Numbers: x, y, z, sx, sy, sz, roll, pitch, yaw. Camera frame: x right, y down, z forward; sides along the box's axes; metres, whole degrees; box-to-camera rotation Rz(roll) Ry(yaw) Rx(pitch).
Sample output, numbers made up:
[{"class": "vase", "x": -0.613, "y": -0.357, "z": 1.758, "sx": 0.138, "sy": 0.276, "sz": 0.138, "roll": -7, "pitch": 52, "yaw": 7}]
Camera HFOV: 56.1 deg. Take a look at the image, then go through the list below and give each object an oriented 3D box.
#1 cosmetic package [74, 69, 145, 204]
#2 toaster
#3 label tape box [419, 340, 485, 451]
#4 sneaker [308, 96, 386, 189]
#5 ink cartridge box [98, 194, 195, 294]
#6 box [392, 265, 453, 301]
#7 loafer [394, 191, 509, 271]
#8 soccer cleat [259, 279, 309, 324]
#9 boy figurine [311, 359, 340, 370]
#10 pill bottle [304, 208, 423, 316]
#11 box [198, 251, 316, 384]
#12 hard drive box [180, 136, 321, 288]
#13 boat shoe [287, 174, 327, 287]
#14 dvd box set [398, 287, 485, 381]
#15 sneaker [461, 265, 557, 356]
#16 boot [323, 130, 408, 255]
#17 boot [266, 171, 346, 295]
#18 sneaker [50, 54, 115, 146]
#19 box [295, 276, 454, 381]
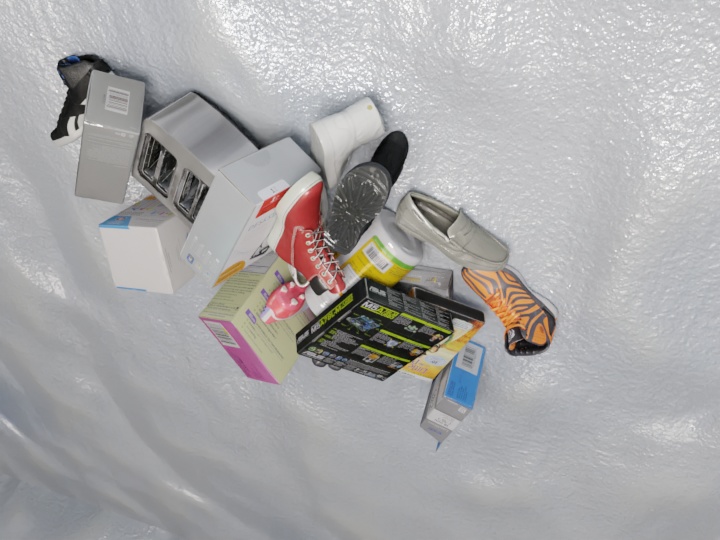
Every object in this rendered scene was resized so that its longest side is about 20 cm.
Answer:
[{"class": "cosmetic package", "x": -0.401, "y": -0.205, "z": 1.074, "sx": 0.089, "sy": 0.108, "sz": 0.200, "roll": 9, "pitch": 147, "yaw": -26}, {"class": "toaster", "x": -0.255, "y": -0.167, "z": 1.088, "sx": 0.181, "sy": 0.119, "sz": 0.200, "roll": 41, "pitch": 139, "yaw": 2}, {"class": "label tape box", "x": 0.171, "y": 0.247, "z": 1.338, "sx": 0.063, "sy": 0.145, "sz": 0.201, "roll": 23, "pitch": 140, "yaw": 0}, {"class": "sneaker", "x": -0.014, "y": -0.189, "z": 1.011, "sx": 0.074, "sy": 0.115, "sz": 0.200, "roll": 61, "pitch": 172, "yaw": 5}, {"class": "ink cartridge box", "x": -0.346, "y": -0.063, "z": 1.225, "sx": 0.127, "sy": 0.200, "sz": 0.126, "roll": 4, "pitch": 119, "yaw": 21}, {"class": "box", "x": 0.073, "y": 0.056, "z": 1.253, "sx": 0.198, "sy": 0.049, "sz": 0.159, "roll": 9, "pitch": 138, "yaw": 16}, {"class": "loafer", "x": 0.150, "y": -0.062, "z": 1.074, "sx": 0.198, "sy": 0.070, "sz": 0.070, "roll": 25, "pitch": 148, "yaw": -1}, {"class": "soccer cleat", "x": -0.106, "y": 0.045, "z": 1.225, "sx": 0.076, "sy": 0.200, "sz": 0.067, "roll": -40, "pitch": 82, "yaw": 28}, {"class": "boy figurine", "x": -0.019, "y": 0.113, "z": 1.263, "sx": 0.123, "sy": 0.065, "sz": 0.200, "roll": 18, "pitch": 139, "yaw": -21}, {"class": "pill bottle", "x": 0.000, "y": 0.000, "z": 1.135, "sx": 0.111, "sy": 0.111, "sz": 0.200, "roll": 39, "pitch": 117, "yaw": -18}, {"class": "box", "x": -0.171, "y": 0.075, "z": 1.263, "sx": 0.096, "sy": 0.201, "sz": 0.177, "roll": 4, "pitch": 138, "yaw": 39}, {"class": "hard drive box", "x": -0.168, "y": -0.086, "z": 1.019, "sx": 0.077, "sy": 0.156, "sz": 0.200, "roll": 44, "pitch": 134, "yaw": 8}, {"class": "boat shoe", "x": -0.087, "y": -0.065, "z": 1.111, "sx": 0.070, "sy": 0.070, "sz": 0.202, "roll": -1, "pitch": 120, "yaw": -7}, {"class": "dvd box set", "x": 0.113, "y": 0.121, "z": 1.227, "sx": 0.145, "sy": 0.030, "sz": 0.200, "roll": 20, "pitch": 133, "yaw": -16}, {"class": "sneaker", "x": 0.249, "y": 0.068, "z": 1.133, "sx": 0.199, "sy": 0.113, "sz": 0.078, "roll": 32, "pitch": 139, "yaw": -9}, {"class": "boot", "x": 0.028, "y": -0.136, "z": 0.954, "sx": 0.065, "sy": 0.200, "sz": 0.165, "roll": 36, "pitch": 137, "yaw": -1}, {"class": "boot", "x": -0.060, "y": -0.044, "z": 0.990, "sx": 0.144, "sy": 0.072, "sz": 0.200, "roll": 47, "pitch": 150, "yaw": 10}, {"class": "sneaker", "x": -0.475, "y": -0.293, "z": 1.128, "sx": 0.199, "sy": 0.073, "sz": 0.112, "roll": -21, "pitch": 120, "yaw": 29}, {"class": "box", "x": 0.023, "y": 0.106, "z": 1.142, "sx": 0.199, "sy": 0.048, "sz": 0.193, "roll": 22, "pitch": 131, "yaw": -33}]
